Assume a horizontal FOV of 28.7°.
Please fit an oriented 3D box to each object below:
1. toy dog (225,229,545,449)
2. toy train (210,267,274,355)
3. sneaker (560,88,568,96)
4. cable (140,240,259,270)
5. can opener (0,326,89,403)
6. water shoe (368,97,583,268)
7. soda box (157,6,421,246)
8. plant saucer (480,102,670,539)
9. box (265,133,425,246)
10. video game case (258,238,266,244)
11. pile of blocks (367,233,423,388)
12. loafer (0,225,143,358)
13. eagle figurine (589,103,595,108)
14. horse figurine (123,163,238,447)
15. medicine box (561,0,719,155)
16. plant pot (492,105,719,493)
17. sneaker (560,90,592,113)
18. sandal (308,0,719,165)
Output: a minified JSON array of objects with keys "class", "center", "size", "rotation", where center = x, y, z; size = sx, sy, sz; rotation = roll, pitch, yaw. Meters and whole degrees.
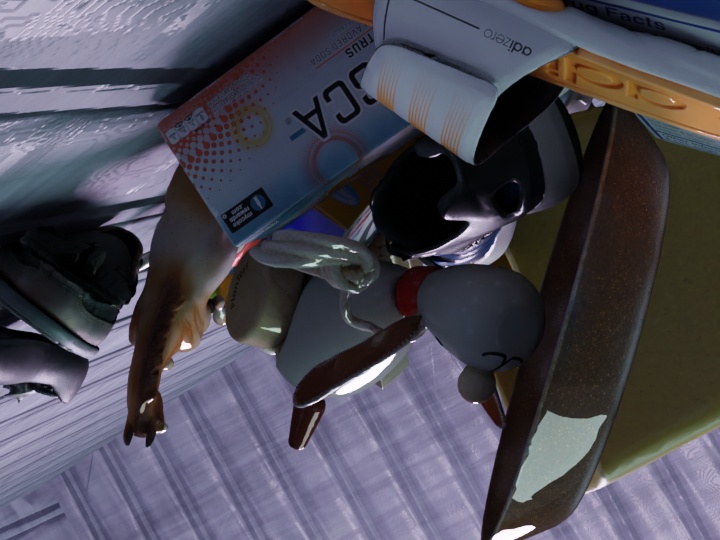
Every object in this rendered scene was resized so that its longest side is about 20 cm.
[{"class":"toy dog","center":[0.003,0.042,0.646],"size":[0.131,0.097,0.200],"rotation":[9,177,-8]},{"class":"toy train","center":[-0.073,0.017,0.935],"size":[0.115,0.085,0.200],"rotation":[6,-171,25]},{"class":"sneaker","center":[0.120,-0.147,0.708],"size":[0.105,0.075,0.200],"rotation":[-24,163,-51]},{"class":"cable","center":[-0.045,-0.051,0.853],"size":[0.200,0.051,0.097],"rotation":[-31,162,28]},{"class":"can opener","center":[-0.216,0.048,0.862],"size":[0.063,0.079,0.200],"rotation":[7,180,10]},{"class":"water shoe","center":[0.037,-0.039,0.680],"size":[0.079,0.072,0.200],"rotation":[-17,171,-16]},{"class":"soda box","center":[0.013,-0.093,0.623],"size":[0.200,0.069,0.064],"rotation":[-34,178,14]},{"class":"plant saucer","center":[0.094,0.026,0.604],"size":[0.200,0.034,0.201],"rotation":[16,90,-85]},{"class":"box","center":[0.004,-0.051,0.783],"size":[0.200,0.041,0.119],"rotation":[-53,176,-33]},{"class":"video game case","center":[-0.008,-0.035,1.021],"size":[0.181,0.023,0.200],"rotation":[2,166,-18]},{"class":"pile of blocks","center":[0.000,0.000,0.864],"size":[0.082,0.062,0.201],"rotation":[1,-135,15]},{"class":"loafer","center":[-0.145,-0.001,0.720],"size":[0.063,0.072,0.200],"rotation":[-51,-174,-4]},{"class":"eagle figurine","center":[0.130,-0.058,1.074],"size":[0.151,0.152,0.200],"rotation":[22,-126,41]},{"class":"horse figurine","center":[-0.080,-0.012,0.735],"size":[0.133,0.050,0.201],"rotation":[25,88,-84]},{"class":"medicine box","center":[0.187,-0.100,0.535],"size":[0.200,0.182,0.103],"rotation":[26,85,-61]},{"class":"plant pot","center":[0.175,0.005,0.825],"size":[0.199,0.196,0.194],"rotation":[-21,168,-6]},{"class":"sneaker","center":[0.055,-0.115,0.949],"size":[0.199,0.074,0.082],"rotation":[-22,143,37]},{"class":"sandal","center":[0.060,-0.064,0.508],"size":[0.059,0.206,0.079],"rotation":[-68,165,-4]}]
